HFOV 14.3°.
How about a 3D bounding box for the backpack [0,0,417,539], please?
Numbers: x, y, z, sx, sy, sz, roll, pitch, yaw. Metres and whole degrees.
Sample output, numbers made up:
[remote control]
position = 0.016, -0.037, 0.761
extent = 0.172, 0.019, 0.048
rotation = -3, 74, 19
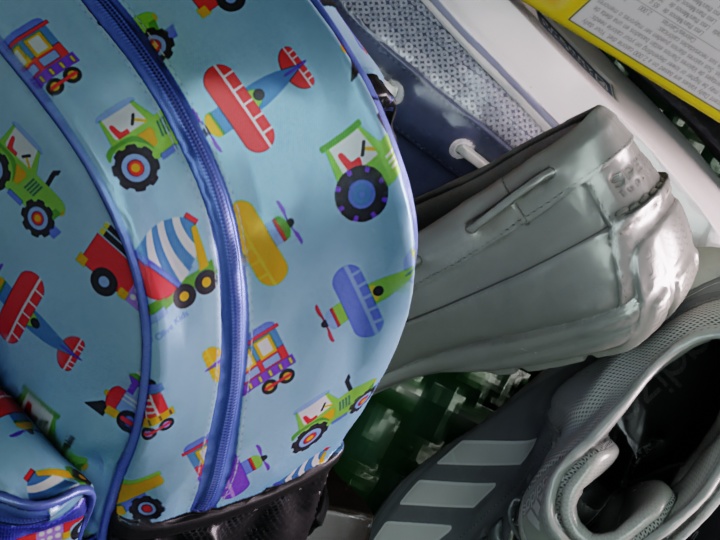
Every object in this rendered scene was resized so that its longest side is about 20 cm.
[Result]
[backpack]
position = -0.078, -0.008, 0.726
extent = 0.134, 0.200, 0.183
rotation = -24, 67, -32

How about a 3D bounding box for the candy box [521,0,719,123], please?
[candy box]
position = 0.106, -0.096, 0.818
extent = 0.200, 0.026, 0.102
rotation = 29, 129, -26

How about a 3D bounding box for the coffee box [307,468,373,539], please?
[coffee box]
position = -0.077, 0.149, 0.866
extent = 0.113, 0.080, 0.200
rotation = 12, 95, -11

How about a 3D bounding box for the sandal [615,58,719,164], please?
[sandal]
position = 0.112, -0.076, 0.893
extent = 0.075, 0.048, 0.201
rotation = -36, 115, -4

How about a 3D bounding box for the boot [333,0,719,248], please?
[boot]
position = 0.047, -0.024, 0.880
extent = 0.090, 0.073, 0.200
rotation = -40, 104, 16

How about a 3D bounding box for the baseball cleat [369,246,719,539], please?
[baseball cleat]
position = 0.047, 0.076, 0.838
extent = 0.070, 0.106, 0.200
rotation = 35, 113, -2

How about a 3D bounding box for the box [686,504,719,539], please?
[box]
position = 0.117, 0.149, 0.887
extent = 0.122, 0.106, 0.200
rotation = 33, 91, -13

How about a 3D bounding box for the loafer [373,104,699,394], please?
[loafer]
position = 0.000, 0.000, 0.829
extent = 0.200, 0.070, 0.070
rotation = -16, 108, 28
